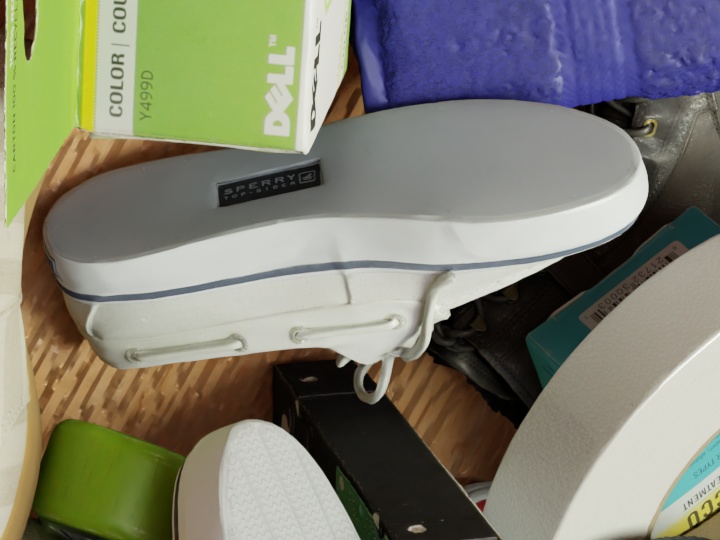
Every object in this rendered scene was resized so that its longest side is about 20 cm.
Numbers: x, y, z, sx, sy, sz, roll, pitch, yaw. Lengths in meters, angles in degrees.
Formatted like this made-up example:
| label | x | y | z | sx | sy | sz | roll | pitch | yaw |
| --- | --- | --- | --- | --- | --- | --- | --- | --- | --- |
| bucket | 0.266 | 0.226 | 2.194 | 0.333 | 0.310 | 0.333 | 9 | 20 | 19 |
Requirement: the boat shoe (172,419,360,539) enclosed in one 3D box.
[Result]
| label | x | y | z | sx | sy | sz | roll | pitch | yaw |
| --- | --- | --- | --- | --- | --- | --- | --- | --- | --- |
| boat shoe | -0.029 | 0.147 | 0.679 | 0.072 | 0.071 | 0.201 | 2 | 70 | -52 |

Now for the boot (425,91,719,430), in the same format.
| label | x | y | z | sx | sy | sz | roll | pitch | yaw |
| --- | --- | --- | --- | --- | --- | --- | --- | --- | --- |
| boot | 0.087 | -0.031 | 0.862 | 0.174 | 0.069 | 0.200 | -45 | 123 | -11 |

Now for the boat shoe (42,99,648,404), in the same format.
| label | x | y | z | sx | sy | sz | roll | pitch | yaw |
| --- | --- | --- | --- | --- | --- | --- | --- | --- | --- |
| boat shoe | -0.001 | 0.003 | 0.786 | 0.201 | 0.075 | 0.086 | -11 | 129 | 3 |

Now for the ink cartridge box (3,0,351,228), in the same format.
| label | x | y | z | sx | sy | sz | roll | pitch | yaw |
| --- | --- | --- | --- | --- | --- | --- | --- | --- | --- |
| ink cartridge box | -0.046 | -0.104 | 0.674 | 0.075 | 0.200 | 0.148 | 6 | 110 | 4 |

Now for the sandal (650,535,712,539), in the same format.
| label | x | y | z | sx | sy | sz | roll | pitch | yaw |
| --- | --- | --- | --- | --- | --- | --- | --- | --- | --- |
| sandal | 0.124 | 0.132 | 0.799 | 0.200 | 0.048 | 0.075 | 6 | 120 | -45 |

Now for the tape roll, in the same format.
| label | x | y | z | sx | sy | sz | roll | pitch | yaw |
| --- | --- | --- | --- | --- | --- | --- | --- | --- | --- |
| tape roll | 0.130 | 0.069 | 0.818 | 0.202 | 0.037 | 0.203 | -23 | 135 | -24 |

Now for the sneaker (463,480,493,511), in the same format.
| label | x | y | z | sx | sy | sz | roll | pitch | yaw |
| --- | --- | --- | --- | --- | --- | --- | --- | --- | --- |
| sneaker | 0.102 | 0.169 | 0.906 | 0.071 | 0.112 | 0.200 | -42 | 121 | -13 |

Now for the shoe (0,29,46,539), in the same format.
| label | x | y | z | sx | sy | sz | roll | pitch | yaw |
| --- | --- | --- | --- | --- | --- | --- | --- | --- | --- |
| shoe | -0.134 | 0.013 | 0.706 | 0.053 | 0.070 | 0.201 | 39 | 49 | -57 |

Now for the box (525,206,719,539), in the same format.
| label | x | y | z | sx | sy | sz | roll | pitch | yaw |
| --- | --- | --- | --- | --- | --- | --- | --- | --- | --- |
| box | 0.127 | 0.071 | 0.887 | 0.082 | 0.049 | 0.200 | -37 | 140 | -11 |

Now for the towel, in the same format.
| label | x | y | z | sx | sy | sz | roll | pitch | yaw |
| --- | --- | --- | --- | --- | --- | --- | --- | --- | --- |
| towel | 0.085 | -0.129 | 0.788 | 0.199 | 0.050 | 0.148 | -9 | 109 | 7 |

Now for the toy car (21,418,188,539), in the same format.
| label | x | y | z | sx | sy | sz | roll | pitch | yaw |
| --- | --- | --- | --- | --- | --- | --- | --- | --- | --- |
| toy car | -0.096 | 0.144 | 0.790 | 0.200 | 0.157 | 0.165 | 34 | 73 | -58 |

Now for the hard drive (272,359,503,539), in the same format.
| label | x | y | z | sx | sy | sz | roll | pitch | yaw |
| --- | --- | --- | --- | --- | --- | --- | --- | --- | --- |
| hard drive | 0.009 | 0.126 | 0.785 | 0.038 | 0.200 | 0.140 | -4 | 107 | -14 |
